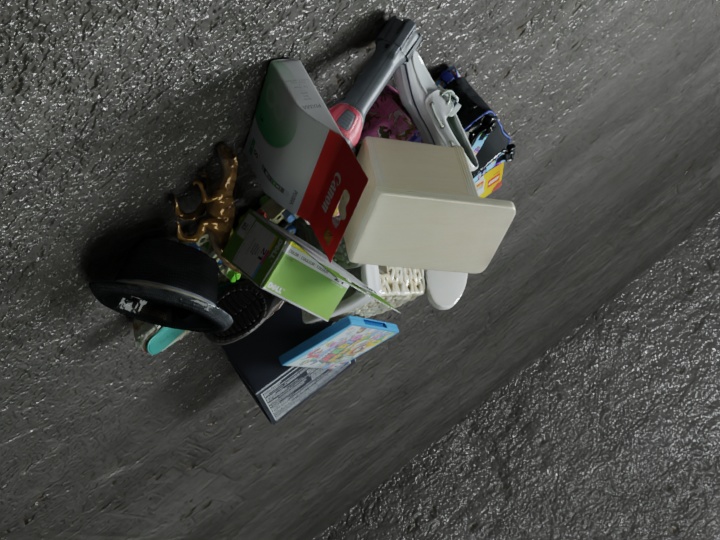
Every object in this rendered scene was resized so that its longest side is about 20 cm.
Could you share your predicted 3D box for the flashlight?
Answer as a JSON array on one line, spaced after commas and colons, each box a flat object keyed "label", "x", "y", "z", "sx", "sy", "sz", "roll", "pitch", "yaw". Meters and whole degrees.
[{"label": "flashlight", "x": 0.005, "y": -0.229, "z": 1.370, "sx": 0.202, "sy": 0.067, "sz": 0.068, "roll": -57, "pitch": 145, "yaw": -10}]

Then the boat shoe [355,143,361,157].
[{"label": "boat shoe", "x": -0.024, "y": -0.144, "z": 1.448, "sx": 0.197, "sy": 0.074, "sz": 0.064, "roll": 12, "pitch": 122, "yaw": -25}]

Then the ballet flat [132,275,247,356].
[{"label": "ballet flat", "x": -0.254, "y": 0.051, "z": 1.584, "sx": 0.198, "sy": 0.064, "sz": 0.076, "roll": -30, "pitch": 140, "yaw": -23}]

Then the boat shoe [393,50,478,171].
[{"label": "boat shoe", "x": 0.108, "y": -0.222, "z": 1.465, "sx": 0.066, "sy": 0.202, "sz": 0.074, "roll": -13, "pitch": -153, "yaw": 27}]

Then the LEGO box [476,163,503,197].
[{"label": "LEGO box", "x": 0.144, "y": -0.150, "z": 1.799, "sx": 0.198, "sy": 0.078, "sz": 0.149, "roll": -35, "pitch": 159, "yaw": -11}]

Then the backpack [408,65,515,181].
[{"label": "backpack", "x": 0.116, "y": -0.181, "z": 1.613, "sx": 0.200, "sy": 0.135, "sz": 0.182, "roll": -42, "pitch": 159, "yaw": 8}]

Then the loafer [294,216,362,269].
[{"label": "loafer", "x": -0.043, "y": -0.054, "z": 1.566, "sx": 0.069, "sy": 0.199, "sz": 0.071, "roll": -24, "pitch": 120, "yaw": -27}]

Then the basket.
[{"label": "basket", "x": 0.000, "y": 0.000, "z": 1.671, "sx": 0.121, "sy": 0.138, "sz": 0.199, "roll": 3, "pitch": 164, "yaw": -33}]

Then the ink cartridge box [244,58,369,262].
[{"label": "ink cartridge box", "x": -0.073, "y": -0.132, "z": 1.314, "sx": 0.049, "sy": 0.202, "sz": 0.162, "roll": -10, "pitch": 148, "yaw": -28}]

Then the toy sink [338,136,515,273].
[{"label": "toy sink", "x": 0.085, "y": -0.087, "z": 1.412, "sx": 0.196, "sy": 0.113, "sz": 0.131, "roll": 4, "pitch": 138, "yaw": -19}]

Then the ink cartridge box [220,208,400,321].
[{"label": "ink cartridge box", "x": -0.066, "y": 0.015, "z": 1.382, "sx": 0.147, "sy": 0.199, "sz": 0.076, "roll": 31, "pitch": 94, "yaw": -49}]

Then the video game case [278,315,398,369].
[{"label": "video game case", "x": -0.032, "y": 0.122, "z": 1.769, "sx": 0.142, "sy": 0.018, "sz": 0.199, "roll": -31, "pitch": 162, "yaw": 18}]

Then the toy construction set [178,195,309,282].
[{"label": "toy construction set", "x": -0.150, "y": -0.060, "z": 1.505, "sx": 0.197, "sy": 0.093, "sz": 0.131, "roll": -28, "pitch": 159, "yaw": 3}]

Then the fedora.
[{"label": "fedora", "x": -0.253, "y": 0.013, "z": 1.400, "sx": 0.201, "sy": 0.197, "sz": 0.093, "roll": 60, "pitch": 41, "yaw": -69}]

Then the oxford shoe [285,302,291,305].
[{"label": "oxford shoe", "x": -0.142, "y": 0.008, "z": 1.701, "sx": 0.073, "sy": 0.072, "sz": 0.201, "roll": -9, "pitch": 157, "yaw": -1}]

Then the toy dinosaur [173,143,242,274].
[{"label": "toy dinosaur", "x": -0.189, "y": -0.061, "z": 1.389, "sx": 0.104, "sy": 0.061, "sz": 0.203, "roll": -4, "pitch": 123, "yaw": -14}]

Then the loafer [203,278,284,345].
[{"label": "loafer", "x": -0.144, "y": 0.041, "z": 1.569, "sx": 0.199, "sy": 0.074, "sz": 0.071, "roll": -35, "pitch": 172, "yaw": 0}]

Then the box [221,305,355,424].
[{"label": "box", "x": -0.124, "y": 0.145, "z": 1.896, "sx": 0.199, "sy": 0.124, "sz": 0.199, "roll": -36, "pitch": 160, "yaw": -11}]

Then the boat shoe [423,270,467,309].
[{"label": "boat shoe", "x": 0.122, "y": -0.021, "z": 1.687, "sx": 0.071, "sy": 0.203, "sz": 0.069, "roll": 6, "pitch": 149, "yaw": -17}]

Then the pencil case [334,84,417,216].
[{"label": "pencil case", "x": 0.000, "y": -0.172, "z": 1.520, "sx": 0.200, "sy": 0.083, "sz": 0.086, "roll": -47, "pitch": 159, "yaw": 20}]
